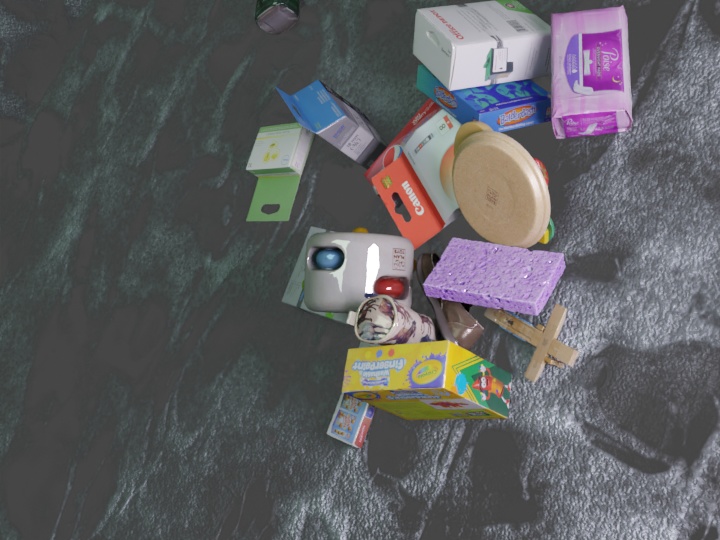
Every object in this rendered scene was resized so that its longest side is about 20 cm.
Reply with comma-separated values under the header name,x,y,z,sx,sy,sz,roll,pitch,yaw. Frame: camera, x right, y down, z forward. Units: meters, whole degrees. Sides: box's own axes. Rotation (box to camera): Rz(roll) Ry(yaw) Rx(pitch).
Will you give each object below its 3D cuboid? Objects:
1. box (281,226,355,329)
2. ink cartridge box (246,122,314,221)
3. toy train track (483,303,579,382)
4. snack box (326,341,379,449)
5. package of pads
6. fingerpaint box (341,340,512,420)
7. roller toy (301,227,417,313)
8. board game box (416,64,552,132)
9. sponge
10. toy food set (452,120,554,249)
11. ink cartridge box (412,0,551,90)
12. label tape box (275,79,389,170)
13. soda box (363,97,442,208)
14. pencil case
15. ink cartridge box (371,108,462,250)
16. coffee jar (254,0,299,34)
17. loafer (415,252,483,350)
name,x,y,z,sx,sy,sz,roll,pitch,yaw
box,-0.048,0.011,1.767,0.198,0.041,0.158,16,82,47
ink cartridge box,-0.181,-0.206,2.011,0.144,0.048,0.203,2,69,45
toy train track,0.256,0.095,1.427,0.199,0.032,0.116,32,101,54
snack box,0.006,0.194,1.628,0.071,0.024,0.203,13,79,47
package of pads,0.354,-0.307,1.480,0.118,0.076,0.204,-3,66,18
fingerpaint box,0.100,0.168,1.442,0.198,0.166,0.075,-9,63,43
roller toy,0.000,0.000,1.588,0.182,0.196,0.143,133,139,-88
board game box,0.205,-0.296,1.597,0.200,0.150,0.046,49,146,46
sponge,0.202,0.007,1.465,0.197,0.030,0.112,10,48,36
toy food set,0.216,-0.123,1.484,0.048,0.201,0.198,-30,38,-34
ink cartridge box,0.203,-0.378,1.595,0.147,0.197,0.085,-124,30,-45
label tape box,-0.051,-0.286,1.804,0.063,0.199,0.145,-47,44,14
soda box,0.100,-0.214,1.719,0.200,0.063,0.070,-49,43,16
pencil case,0.065,0.093,1.501,0.089,0.199,0.079,20,87,35
ink cartridge box,0.119,-0.158,1.630,0.199,0.050,0.164,-36,69,17
coffee jar,-0.189,-0.655,2.223,0.103,0.085,0.203,-23,55,38
loafer,0.149,0.045,1.539,0.070,0.073,0.202,-31,52,13
